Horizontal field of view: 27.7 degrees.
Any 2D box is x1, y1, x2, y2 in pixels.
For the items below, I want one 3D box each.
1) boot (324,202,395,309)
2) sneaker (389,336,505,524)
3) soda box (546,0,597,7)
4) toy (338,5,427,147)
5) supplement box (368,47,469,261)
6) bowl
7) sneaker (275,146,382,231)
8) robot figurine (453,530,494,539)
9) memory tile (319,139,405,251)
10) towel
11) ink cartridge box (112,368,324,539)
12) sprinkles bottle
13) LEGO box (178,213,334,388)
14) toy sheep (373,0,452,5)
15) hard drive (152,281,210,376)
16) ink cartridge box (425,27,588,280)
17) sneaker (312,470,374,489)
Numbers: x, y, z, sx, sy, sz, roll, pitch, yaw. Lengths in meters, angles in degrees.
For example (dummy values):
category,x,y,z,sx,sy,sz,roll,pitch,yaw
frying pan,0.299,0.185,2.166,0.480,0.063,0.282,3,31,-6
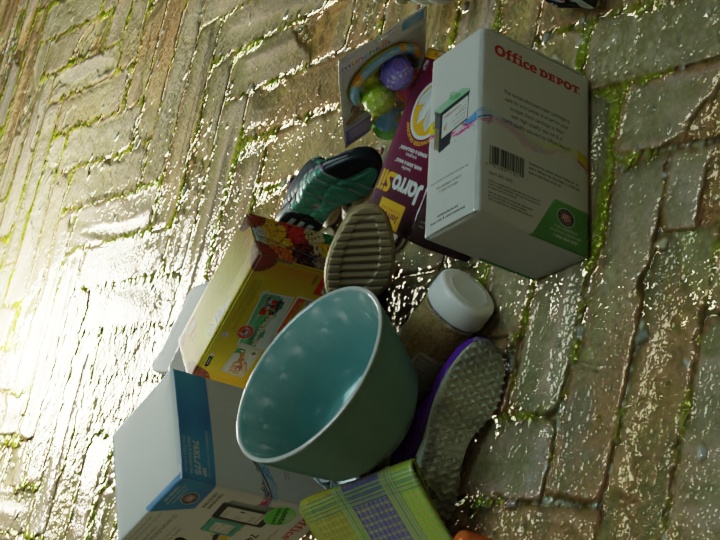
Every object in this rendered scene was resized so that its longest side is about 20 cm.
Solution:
category,x,y,z,sx,sy,sz,roll,pitch,yaw
boot,0.000,0.000,1.583,0.167,0.071,0.202,-81,-2,-68
sneaker,0.072,0.152,1.470,0.099,0.069,0.202,32,100,61
soda box,0.230,-0.373,1.486,0.063,0.070,0.202,18,88,58
toy,0.035,-0.200,1.628,0.047,0.115,0.200,53,167,16
supplement box,0.094,-0.125,1.573,0.110,0.085,0.202,29,99,59
bowl,-0.018,0.127,1.452,0.200,0.105,0.202,-37,31,26
sneaker,-0.041,-0.119,1.772,0.200,0.074,0.088,-34,42,47
robot figurine,0.084,0.338,1.302,0.143,0.116,0.202,25,96,40
memory tile,0.005,-0.085,1.761,0.199,0.017,0.155,-11,65,56
towel,0.025,0.268,1.451,0.200,0.023,0.144,-31,90,49
ink cartridge box,-0.160,0.231,1.673,0.147,0.199,0.147,-46,40,35
sprinkles bottle,0.058,0.091,1.528,0.201,0.068,0.069,-54,34,27
LEGO box,-0.104,0.048,1.720,0.201,0.148,0.077,-58,34,27
toy sheep,0.084,-0.367,1.680,0.199,0.137,0.139,-26,51,33
hard drive,-0.231,0.080,1.964,0.133,0.025,0.200,-64,11,-9
ink cartridge box,0.145,-0.112,1.425,0.084,0.144,0.202,-27,52,49
sneaker,-0.031,0.217,1.556,0.075,0.114,0.201,-52,35,28
